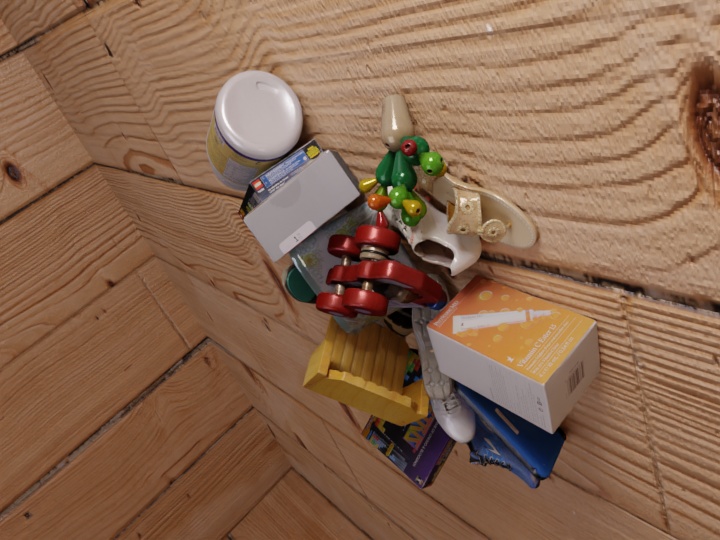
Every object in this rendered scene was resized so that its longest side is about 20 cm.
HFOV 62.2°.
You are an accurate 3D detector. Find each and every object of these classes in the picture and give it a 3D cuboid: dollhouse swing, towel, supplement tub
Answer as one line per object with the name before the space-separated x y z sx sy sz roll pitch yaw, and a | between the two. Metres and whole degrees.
dollhouse swing | 0.023 0.149 1.052 0.196 0.179 0.182 23 154 -8
towel | 0.000 0.000 0.996 0.202 0.169 0.049 54 -165 -27
supplement tub | -0.188 -0.229 1.024 0.146 0.145 0.200 51 156 -4

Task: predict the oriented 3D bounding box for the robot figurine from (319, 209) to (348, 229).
robot figurine | -0.073 -0.068 1.088 0.198 0.112 0.174 25 133 43

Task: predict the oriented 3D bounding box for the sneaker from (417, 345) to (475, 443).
sneaker | 0.147 0.210 1.058 0.080 0.069 0.205 25 -137 -78

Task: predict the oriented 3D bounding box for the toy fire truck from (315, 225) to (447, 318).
toy fire truck | 0.038 0.019 0.875 0.165 0.115 0.198 18 167 -28

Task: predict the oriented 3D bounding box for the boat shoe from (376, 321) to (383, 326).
boat shoe | 0.042 0.163 1.268 0.074 0.065 0.204 41 154 17

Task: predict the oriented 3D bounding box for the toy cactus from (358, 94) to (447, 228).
toy cactus | 0.044 -0.137 0.766 0.200 0.099 0.170 136 128 -78

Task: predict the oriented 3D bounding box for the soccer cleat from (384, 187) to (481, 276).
soccer cleat | 0.085 -0.063 0.860 0.198 0.077 0.070 33 151 35

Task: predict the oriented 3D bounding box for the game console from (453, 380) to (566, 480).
game console | 0.231 0.247 1.003 0.200 0.170 0.119 45 129 10

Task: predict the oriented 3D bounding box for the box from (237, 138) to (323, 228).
box | -0.143 -0.148 1.049 0.040 0.136 0.200 53 161 -3

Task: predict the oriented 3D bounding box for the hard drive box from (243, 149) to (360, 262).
hard drive box | -0.079 -0.104 0.901 0.077 0.154 0.200 52 -172 -7

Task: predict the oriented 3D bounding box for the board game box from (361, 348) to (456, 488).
board game box | 0.114 0.282 1.156 0.164 0.204 0.056 32 -172 34

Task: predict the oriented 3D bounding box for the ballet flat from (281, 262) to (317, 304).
ballet flat | -0.092 0.027 1.097 0.062 0.068 0.199 36 180 37

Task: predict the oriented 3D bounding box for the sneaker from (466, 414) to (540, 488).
sneaker | 0.251 0.347 1.131 0.198 0.089 0.080 34 153 34

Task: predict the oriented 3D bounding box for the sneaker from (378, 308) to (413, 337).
sneaker | 0.026 0.054 1.136 0.200 0.073 0.081 44 159 17

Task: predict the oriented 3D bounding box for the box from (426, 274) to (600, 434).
box | 0.209 0.107 0.826 0.198 0.124 0.099 23 145 45

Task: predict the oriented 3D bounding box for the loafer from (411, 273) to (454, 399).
loafer | 0.123 0.107 0.988 0.070 0.068 0.206 -17 -75 -76

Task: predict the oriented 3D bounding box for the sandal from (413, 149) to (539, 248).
sandal | 0.125 -0.077 0.778 0.211 0.069 0.078 41 155 21
